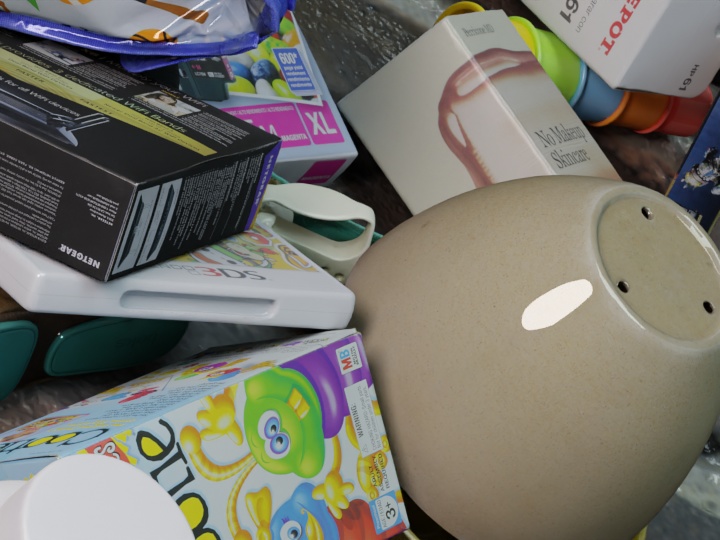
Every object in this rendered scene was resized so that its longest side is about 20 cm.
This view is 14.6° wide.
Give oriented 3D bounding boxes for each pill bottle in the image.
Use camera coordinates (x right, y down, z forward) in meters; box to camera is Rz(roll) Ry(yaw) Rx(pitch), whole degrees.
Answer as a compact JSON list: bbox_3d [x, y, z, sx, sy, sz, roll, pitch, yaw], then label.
[{"bbox_3d":[-0.153,0.154,1.151,0.112,0.200,0.112,22,47,-27],"label":"pill bottle"}]

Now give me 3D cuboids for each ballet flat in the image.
[{"bbox_3d":[0.000,0.000,1.493,0.200,0.070,0.067,25,47,-26],"label":"ballet flat"},{"bbox_3d":[-0.169,0.023,1.345,0.200,0.068,0.072,-17,52,-46],"label":"ballet flat"}]

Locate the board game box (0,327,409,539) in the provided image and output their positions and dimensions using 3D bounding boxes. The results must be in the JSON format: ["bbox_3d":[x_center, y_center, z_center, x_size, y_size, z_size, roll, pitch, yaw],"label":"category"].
[{"bbox_3d":[-0.088,0.106,1.294,0.200,0.105,0.103,-22,99,-47],"label":"board game box"}]

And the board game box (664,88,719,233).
[{"bbox_3d":[0.230,-0.098,1.666,0.035,0.200,0.136,29,41,7],"label":"board game box"}]

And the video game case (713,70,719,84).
[{"bbox_3d":[0.214,-0.212,1.867,0.200,0.025,0.181,24,47,-25],"label":"video game case"}]

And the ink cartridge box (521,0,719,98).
[{"bbox_3d":[0.154,-0.217,1.679,0.085,0.145,0.200,1,37,-47],"label":"ink cartridge box"}]

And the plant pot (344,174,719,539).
[{"bbox_3d":[0.108,0.030,1.391,0.200,0.134,0.200,23,47,-27],"label":"plant pot"}]

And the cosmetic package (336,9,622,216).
[{"bbox_3d":[0.090,-0.041,1.570,0.200,0.087,0.103,54,23,6],"label":"cosmetic package"}]

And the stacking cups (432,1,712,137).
[{"bbox_3d":[0.131,-0.120,1.707,0.200,0.060,0.061,7,56,-40],"label":"stacking cups"}]

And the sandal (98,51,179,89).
[{"bbox_3d":[-0.139,-0.155,1.462,0.075,0.048,0.201,-6,63,-12],"label":"sandal"}]

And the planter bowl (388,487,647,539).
[{"bbox_3d":[0.046,0.100,1.449,0.200,0.083,0.201,23,48,-28],"label":"planter bowl"}]

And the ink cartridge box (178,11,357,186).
[{"bbox_3d":[-0.091,-0.136,1.542,0.119,0.042,0.200,-8,64,-44],"label":"ink cartridge box"}]

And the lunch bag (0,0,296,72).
[{"bbox_3d":[-0.114,-0.193,1.366,0.200,0.124,0.170,13,49,3],"label":"lunch bag"}]

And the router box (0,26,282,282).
[{"bbox_3d":[-0.159,-0.069,1.327,0.200,0.052,0.157,26,19,18],"label":"router box"}]

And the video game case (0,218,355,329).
[{"bbox_3d":[-0.127,-0.026,1.358,0.182,0.023,0.200,5,21,-39],"label":"video game case"}]
